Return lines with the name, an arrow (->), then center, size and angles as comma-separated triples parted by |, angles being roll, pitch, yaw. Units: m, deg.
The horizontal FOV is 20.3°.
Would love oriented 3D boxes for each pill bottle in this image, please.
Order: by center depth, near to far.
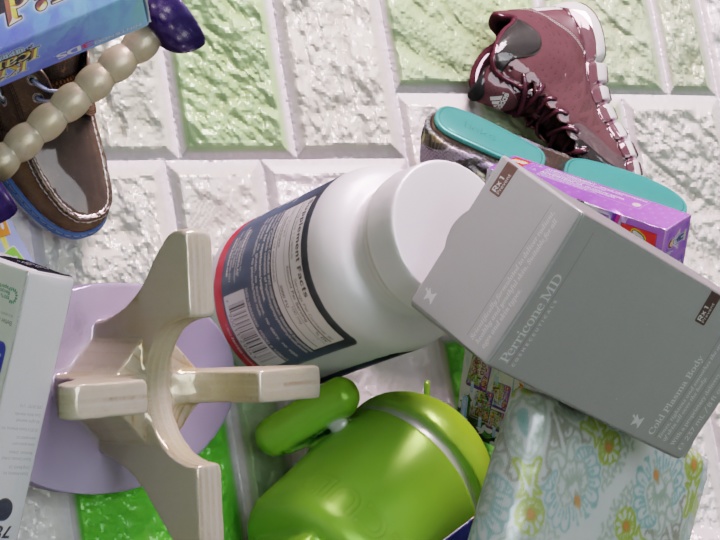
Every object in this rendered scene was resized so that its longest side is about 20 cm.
pill bottle -> 0.000, 0.000, 1.274 | 0.119, 0.199, 0.121 | 11, 71, -33

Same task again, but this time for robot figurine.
robot figurine -> 0.007, 0.157, 1.287 | 0.200, 0.115, 0.176 | -41, 102, -36

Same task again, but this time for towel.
towel -> 0.137, 0.177, 1.265 | 0.199, 0.048, 0.173 | 21, 80, -45

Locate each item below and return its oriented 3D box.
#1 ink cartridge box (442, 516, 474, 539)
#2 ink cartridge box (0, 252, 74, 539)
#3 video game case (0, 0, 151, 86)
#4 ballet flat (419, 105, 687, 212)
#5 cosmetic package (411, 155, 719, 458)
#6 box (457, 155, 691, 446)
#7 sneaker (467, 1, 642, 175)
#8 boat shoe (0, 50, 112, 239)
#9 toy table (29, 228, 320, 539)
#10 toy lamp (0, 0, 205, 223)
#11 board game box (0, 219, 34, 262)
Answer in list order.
ink cartridge box -> 0.087, 0.246, 1.298 | 0.197, 0.047, 0.201 | -32, 135, -36
ink cartridge box -> -0.222, 0.088, 1.120 | 0.039, 0.099, 0.202 | 12, 94, -48
video game case -> -0.248, -0.189, 1.166 | 0.199, 0.045, 0.182 | -24, 73, -9
ballet flat -> 0.134, -0.055, 1.437 | 0.199, 0.072, 0.072 | 21, 61, 4
cosmetic package -> 0.138, 0.025, 1.189 | 0.199, 0.090, 0.107 | 24, 101, -44
box -> 0.139, 0.038, 1.345 | 0.039, 0.136, 0.202 | -26, 130, -50
sneaker -> 0.134, -0.106, 1.490 | 0.115, 0.076, 0.202 | -1, 67, -30
boat shoe -> -0.203, -0.117, 1.243 | 0.072, 0.072, 0.201 | -27, 93, -37
toy table -> -0.126, 0.069, 1.194 | 0.199, 0.117, 0.186 | -19, 102, -43
toy lamp -> -0.180, -0.090, 1.183 | 0.200, 0.058, 0.058 | -42, 103, -11
board game box -> -0.291, 0.006, 1.168 | 0.199, 0.036, 0.152 | -33, 96, -38
